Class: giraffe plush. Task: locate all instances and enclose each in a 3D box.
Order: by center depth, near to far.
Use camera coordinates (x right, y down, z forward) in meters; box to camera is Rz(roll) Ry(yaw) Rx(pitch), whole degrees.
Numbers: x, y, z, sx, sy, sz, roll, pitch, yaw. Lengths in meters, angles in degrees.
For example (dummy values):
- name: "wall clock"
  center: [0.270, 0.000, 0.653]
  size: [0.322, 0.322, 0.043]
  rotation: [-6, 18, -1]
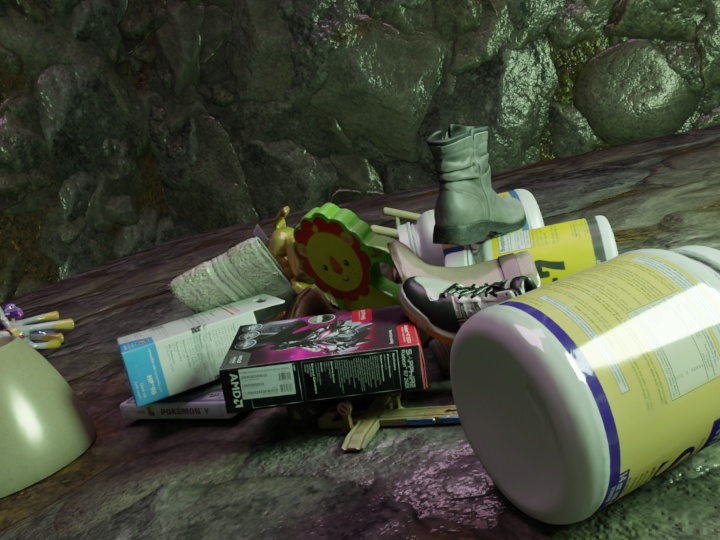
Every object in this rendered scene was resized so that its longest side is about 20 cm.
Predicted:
- name: "giraffe plush"
  center: [-0.079, 0.003, 1.138]
  size: [0.160, 0.202, 0.173]
  rotation: [11, -49, -37]

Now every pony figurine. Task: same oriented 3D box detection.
- name: "pony figurine"
  center: [-0.723, 0.124, 1.420]
  size: [0.197, 0.171, 0.191]
  rotation: [-3, 9, -41]

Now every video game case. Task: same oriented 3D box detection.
- name: "video game case"
  center: [-0.177, 0.137, 0.885]
  size: [0.179, 0.023, 0.199]
  rotation: [-8, 13, 30]

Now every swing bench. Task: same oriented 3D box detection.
- name: "swing bench"
  center: [0.130, -0.042, 1.171]
  size: [0.195, 0.133, 0.199]
  rotation: [-6, 11, 11]

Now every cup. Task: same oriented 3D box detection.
- name: "cup"
  center: [-0.429, 0.162, 0.801]
  size: [0.196, 0.146, 0.200]
  rotation: [-13, 11, 2]

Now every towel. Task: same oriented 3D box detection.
- name: "towel"
  center: [-0.163, 0.032, 0.932]
  size: [0.131, 0.035, 0.201]
  rotation: [-28, -26, 0]

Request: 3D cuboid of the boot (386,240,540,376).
- name: "boot"
  center: [0.127, 0.019, 0.771]
  size: [0.144, 0.203, 0.070]
  rotation: [-29, -27, 8]

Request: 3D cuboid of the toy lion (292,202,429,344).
- name: "toy lion"
  center: [0.000, 0.000, 0.910]
  size: [0.197, 0.194, 0.069]
  rotation: [-2, 30, 44]

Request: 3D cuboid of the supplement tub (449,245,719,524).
- name: "supplement tub"
  center: [0.178, 0.070, 0.482]
  size: [0.197, 0.149, 0.145]
  rotation: [-18, 12, -22]

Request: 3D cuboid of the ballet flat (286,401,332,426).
- name: "ballet flat"
  center: [-0.048, 0.117, 0.794]
  size: [0.066, 0.047, 0.200]
  rotation: [-13, 11, 12]

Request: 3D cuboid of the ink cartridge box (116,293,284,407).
- name: "ink cartridge box"
  center: [-0.190, 0.092, 0.842]
  size: [0.196, 0.069, 0.116]
  rotation: [-18, 10, -20]

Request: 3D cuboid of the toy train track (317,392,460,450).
- name: "toy train track"
  center: [0.047, 0.128, 0.655]
  size: [0.196, 0.033, 0.115]
  rotation: [-8, 12, 24]

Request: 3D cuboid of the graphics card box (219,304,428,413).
- name: "graphics card box"
  center: [-0.036, 0.086, 0.699]
  size: [0.195, 0.052, 0.126]
  rotation: [-8, 16, 3]

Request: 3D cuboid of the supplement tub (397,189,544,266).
- name: "supplement tub"
  center: [0.160, -0.026, 0.986]
  size: [0.196, 0.148, 0.145]
  rotation: [-13, 11, 5]

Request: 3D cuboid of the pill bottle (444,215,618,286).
- name: "pill bottle"
  center: [0.208, 0.009, 0.833]
  size: [0.196, 0.117, 0.114]
  rotation: [-12, 11, 15]

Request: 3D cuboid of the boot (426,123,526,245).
- name: "boot"
  center: [0.148, -0.111, 0.826]
  size: [0.069, 0.135, 0.199]
  rotation: [3, 13, 32]

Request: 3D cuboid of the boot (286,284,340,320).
- name: "boot"
  center: [-0.033, 0.057, 1.018]
  size: [0.074, 0.075, 0.199]
  rotation: [6, 14, 32]

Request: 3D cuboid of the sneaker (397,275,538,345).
- name: "sneaker"
  center: [0.131, 0.035, 0.665]
  size: [0.197, 0.089, 0.075]
  rotation: [23, 31, 21]
